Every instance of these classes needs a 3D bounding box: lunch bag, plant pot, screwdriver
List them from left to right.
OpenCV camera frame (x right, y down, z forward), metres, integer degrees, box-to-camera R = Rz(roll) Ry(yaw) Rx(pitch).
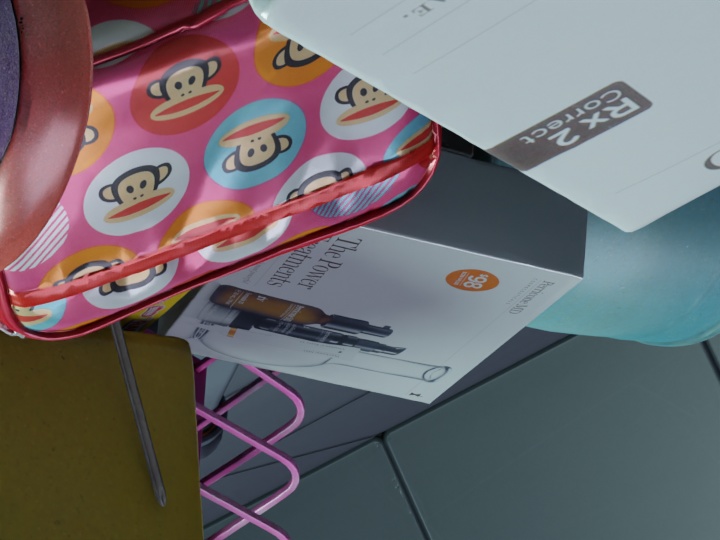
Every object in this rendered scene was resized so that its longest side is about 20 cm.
[{"bbox_3d":[-0.204,0.126,1.007,0.195,0.195,0.200,-19,156,33],"label":"plant pot"},{"bbox_3d":[-0.115,0.010,0.990,0.029,0.201,0.028,-8,-168,4],"label":"screwdriver"},{"bbox_3d":[-0.068,-0.057,0.876,0.199,0.082,0.177,-22,143,-14],"label":"lunch bag"},{"bbox_3d":[0.097,-0.059,1.206,0.187,0.201,0.200,0,158,-36],"label":"plant pot"}]

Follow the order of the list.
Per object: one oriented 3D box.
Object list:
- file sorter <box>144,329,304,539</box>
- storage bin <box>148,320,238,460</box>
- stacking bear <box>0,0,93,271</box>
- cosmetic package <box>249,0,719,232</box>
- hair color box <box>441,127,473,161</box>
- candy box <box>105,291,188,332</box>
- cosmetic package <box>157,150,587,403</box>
[{"bbox_3d":[-0.110,0.071,1.206,0.139,0.201,0.125,33,128,-29],"label":"file sorter"},{"bbox_3d":[-0.159,0.064,1.384,0.199,0.146,0.134,-19,159,-33],"label":"storage bin"},{"bbox_3d":[-0.190,-0.059,0.672,0.199,0.122,0.114,-7,163,-41],"label":"stacking bear"},{"bbox_3d":[0.067,-0.137,0.561,0.164,0.166,0.200,-29,153,23],"label":"cosmetic package"},{"bbox_3d":[-0.030,-0.058,1.086,0.110,0.064,0.200,13,159,-17],"label":"hair color box"},{"bbox_3d":[-0.110,-0.028,1.051,0.026,0.103,0.200,-10,164,-32],"label":"candy box"},{"bbox_3d":[0.000,0.000,1.070,0.150,0.052,0.200,11,157,-15],"label":"cosmetic package"}]
